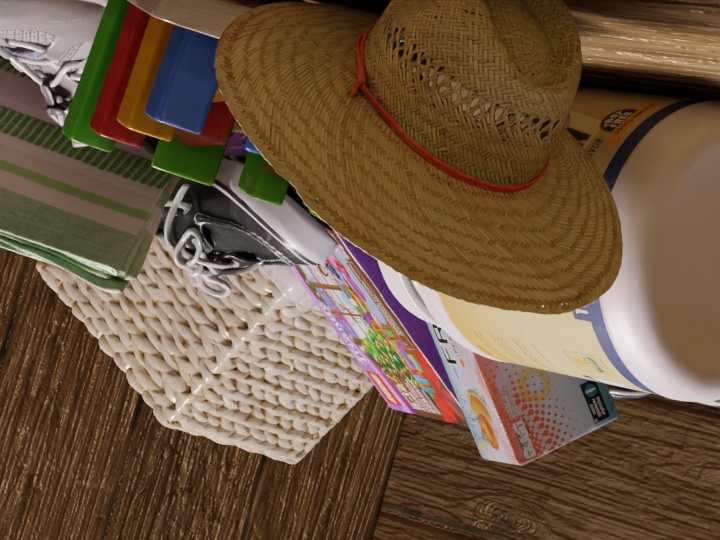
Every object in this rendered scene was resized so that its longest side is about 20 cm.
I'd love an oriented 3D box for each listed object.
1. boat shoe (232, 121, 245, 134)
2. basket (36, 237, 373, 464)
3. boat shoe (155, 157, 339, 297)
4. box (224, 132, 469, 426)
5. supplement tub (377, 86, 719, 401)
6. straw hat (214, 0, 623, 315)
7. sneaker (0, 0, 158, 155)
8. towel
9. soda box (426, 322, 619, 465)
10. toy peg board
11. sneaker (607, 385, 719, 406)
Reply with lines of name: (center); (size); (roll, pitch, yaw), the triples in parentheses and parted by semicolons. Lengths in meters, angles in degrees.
boat shoe: (-0.060, -0.110, 1.577); (0.200, 0.072, 0.072); (-4, -128, -55)
basket: (-0.092, 0.013, 2.177); (0.198, 0.161, 0.200); (48, -167, 29)
boat shoe: (-0.082, -0.026, 1.729); (0.074, 0.068, 0.199); (41, 173, -35)
box: (0.000, 0.000, 1.790); (0.200, 0.039, 0.137); (54, 165, -14)
supplement tub: (0.114, -0.019, 1.501); (0.144, 0.145, 0.199); (19, 175, -40)
straw hat: (0.045, -0.080, 1.229); (0.200, 0.085, 0.202); (21, -148, -14)
sneaker: (-0.144, -0.108, 1.604); (0.074, 0.083, 0.199); (11, 174, 43)
towel: (-0.167, -0.076, 1.703); (0.152, 0.200, 0.023); (21, 132, 4)
soda box: (0.067, 0.002, 1.643); (0.068, 0.201, 0.064); (-24, -172, -15)
toy peg board: (-0.037, -0.073, 1.403); (0.199, 0.098, 0.199); (17, -172, -20)
sneaker: (0.190, 0.042, 1.743); (0.201, 0.077, 0.146); (9, -177, -8)
